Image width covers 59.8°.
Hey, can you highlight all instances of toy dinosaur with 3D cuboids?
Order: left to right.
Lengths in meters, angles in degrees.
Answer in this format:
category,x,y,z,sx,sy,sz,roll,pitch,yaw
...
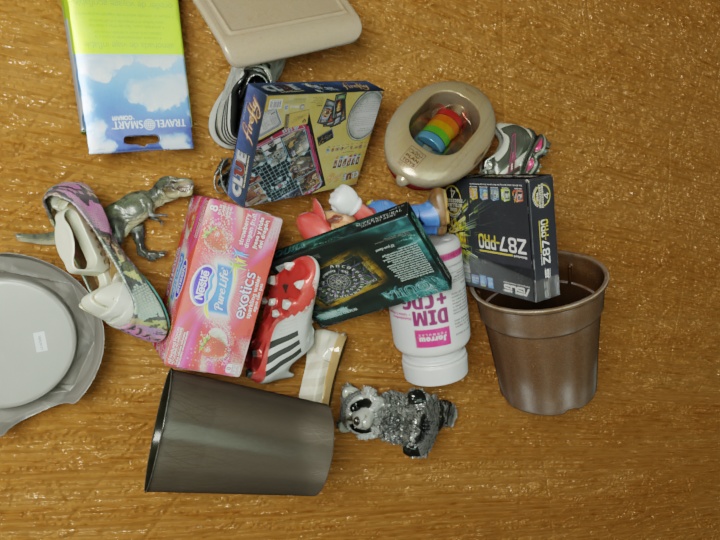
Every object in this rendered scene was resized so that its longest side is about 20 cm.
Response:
category,x,y,z,sx,sy,sz,roll,pitch,yaw
toy dinosaur,-0.281,-0.043,0.732,0.200,0.047,0.088,-25,105,-16

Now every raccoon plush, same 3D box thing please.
category,x,y,z,sx,sy,sz,roll,pitch,yaw
raccoon plush,0.051,0.224,0.939,0.200,0.134,0.097,39,61,-58

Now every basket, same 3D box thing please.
category,x,y,z,sx,sy,sz,roll,pitch,yaw
basket,-0.142,0.203,0.750,0.199,0.180,0.136,12,58,-17

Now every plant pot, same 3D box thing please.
category,x,y,z,sx,sy,sz,roll,pitch,yaw
plant pot,0.280,0.098,0.964,0.200,0.200,0.199,-23,116,-22

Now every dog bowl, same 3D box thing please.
category,x,y,z,sx,sy,sz,roll,pitch,yaw
dog bowl,-0.390,0.076,0.686,0.200,0.059,0.201,-5,101,-26

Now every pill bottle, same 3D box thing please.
category,x,y,z,sx,sy,sz,roll,pitch,yaw
pill bottle,0.097,0.055,0.896,0.113,0.113,0.201,-15,105,-24

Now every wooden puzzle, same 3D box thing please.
category,x,y,z,sx,sy,sz,roll,pitch,yaw
wooden puzzle,-0.117,-0.333,0.726,0.185,0.037,0.200,-25,81,-31

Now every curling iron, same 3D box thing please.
category,x,y,z,sx,sy,sz,roll,pitch,yaw
curling iron,-0.100,-0.151,0.813,0.200,0.026,0.050,-28,113,-21

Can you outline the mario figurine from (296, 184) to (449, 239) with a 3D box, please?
category,x,y,z,sx,sy,sz,roll,pitch,yaw
mario figurine,0.013,-0.082,0.834,0.199,0.106,0.124,-8,131,-3

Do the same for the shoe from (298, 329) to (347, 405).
category,x,y,z,sx,sy,sz,roll,pitch,yaw
shoe,-0.066,0.177,0.868,0.053,0.070,0.201,14,93,0

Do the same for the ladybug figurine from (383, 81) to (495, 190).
category,x,y,z,sx,sy,sz,roll,pitch,yaw
ladybug figurine,0.105,-0.180,0.868,0.136,0.072,0.200,39,64,10

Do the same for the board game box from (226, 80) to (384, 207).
category,x,y,z,sx,sy,sz,roll,pitch,yaw
board game box,-0.063,-0.157,0.754,0.200,0.035,0.136,-20,137,-48

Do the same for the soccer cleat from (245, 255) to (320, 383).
category,x,y,z,sx,sy,sz,roll,pitch,yaw
soccer cleat,-0.088,0.066,0.808,0.085,0.069,0.200,7,121,-38

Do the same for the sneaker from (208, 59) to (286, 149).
category,x,y,z,sx,sy,sz,roll,pitch,yaw
sneaker,-0.114,-0.241,0.741,0.075,0.115,0.201,18,90,-28

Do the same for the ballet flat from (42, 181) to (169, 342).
category,x,y,z,sx,sy,sz,roll,pitch,yaw
ballet flat,-0.281,0.000,0.673,0.069,0.071,0.200,-23,99,22

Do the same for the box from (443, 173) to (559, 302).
category,x,y,z,sx,sy,sz,roll,pitch,yaw
box,0.188,-0.054,0.877,0.049,0.200,0.162,-15,106,-25

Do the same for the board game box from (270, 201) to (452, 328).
category,x,y,z,sx,sy,sz,roll,pitch,yaw
board game box,0.000,0.000,0.802,0.135,0.200,0.028,55,29,-36

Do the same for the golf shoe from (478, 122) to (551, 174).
category,x,y,z,sx,sy,sz,roll,pitch,yaw
golf shoe,0.213,-0.127,0.961,0.088,0.077,0.201,22,86,-8

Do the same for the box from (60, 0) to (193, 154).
category,x,y,z,sx,sy,sz,roll,pitch,yaw
box,-0.261,-0.235,0.706,0.122,0.048,0.201,-9,102,-25

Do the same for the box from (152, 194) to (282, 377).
category,x,y,z,sx,sy,sz,roll,pitch,yaw
box,-0.176,0.016,0.760,0.095,0.100,0.201,15,92,-28
